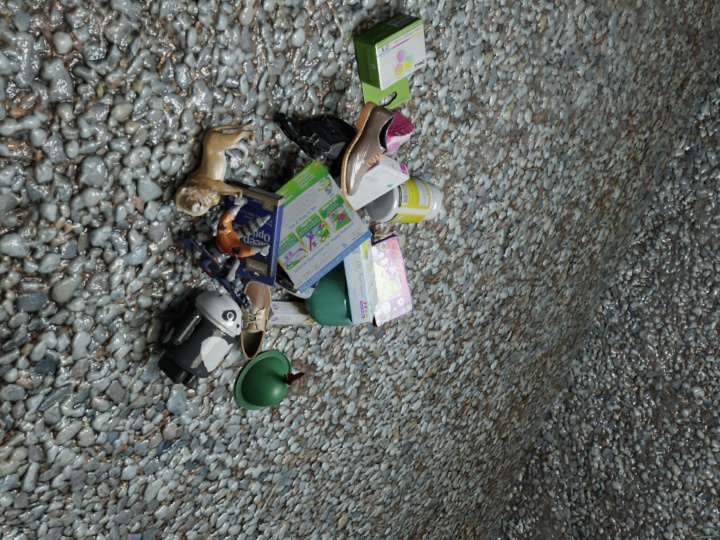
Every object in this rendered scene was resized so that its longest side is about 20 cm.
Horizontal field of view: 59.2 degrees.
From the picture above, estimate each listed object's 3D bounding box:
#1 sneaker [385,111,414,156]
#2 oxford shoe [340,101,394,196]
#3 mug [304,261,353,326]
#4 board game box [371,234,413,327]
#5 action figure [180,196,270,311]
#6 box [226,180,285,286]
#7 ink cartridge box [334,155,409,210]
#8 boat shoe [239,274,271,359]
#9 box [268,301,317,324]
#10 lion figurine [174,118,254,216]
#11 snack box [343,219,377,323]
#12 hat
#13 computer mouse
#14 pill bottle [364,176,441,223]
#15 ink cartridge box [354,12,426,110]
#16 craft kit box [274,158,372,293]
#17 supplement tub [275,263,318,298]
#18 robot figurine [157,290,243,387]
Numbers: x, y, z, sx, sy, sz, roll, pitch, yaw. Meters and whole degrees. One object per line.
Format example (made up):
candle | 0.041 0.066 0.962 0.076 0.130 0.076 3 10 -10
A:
sneaker | 0.044 -0.296 1.474 0.198 0.082 0.089 -35 164 -29
oxford shoe | 0.013 -0.247 1.339 0.071 0.071 0.205 -21 133 -66
mug | -0.070 0.042 1.534 0.154 0.110 0.189 71 21 -47
board game box | 0.063 0.026 1.599 0.118 0.032 0.206 -24 109 -28
action figure | -0.249 -0.030 1.264 0.202 0.191 0.105 53 39 -13
box | -0.222 -0.068 1.302 0.032 0.118 0.206 -46 150 -59
ink cartridge box | 0.001 -0.196 1.459 0.197 0.043 0.118 -30 154 32
boat shoe | -0.237 0.109 1.421 0.073 0.072 0.206 1 119 -7
box | -0.153 0.105 1.545 0.197 0.042 0.039 7 136 -48
lion figurine | -0.277 -0.200 1.203 0.119 0.072 0.207 12 93 -22
snack box | 0.000 0.000 1.475 0.143 0.051 0.207 -64 148 -69
hat | -0.195 0.306 1.532 0.166 0.175 0.202 -46 140 -13
computer mouse | -0.083 -0.275 1.334 0.198 0.139 0.053 -23 155 -52
pill bottle | 0.111 -0.178 1.593 0.196 0.113 0.117 -2 117 -46
ink cartridge box | 0.075 -0.440 1.409 0.146 0.075 0.204 -36 135 -25
craft kit box | -0.108 -0.093 1.334 0.198 0.049 0.200 -37 98 2
supplement tub | -0.120 -0.053 1.419 0.121 0.122 0.204 25 96 -51
robot figurine | -0.329 0.141 1.318 0.124 0.150 0.202 39 85 -15
